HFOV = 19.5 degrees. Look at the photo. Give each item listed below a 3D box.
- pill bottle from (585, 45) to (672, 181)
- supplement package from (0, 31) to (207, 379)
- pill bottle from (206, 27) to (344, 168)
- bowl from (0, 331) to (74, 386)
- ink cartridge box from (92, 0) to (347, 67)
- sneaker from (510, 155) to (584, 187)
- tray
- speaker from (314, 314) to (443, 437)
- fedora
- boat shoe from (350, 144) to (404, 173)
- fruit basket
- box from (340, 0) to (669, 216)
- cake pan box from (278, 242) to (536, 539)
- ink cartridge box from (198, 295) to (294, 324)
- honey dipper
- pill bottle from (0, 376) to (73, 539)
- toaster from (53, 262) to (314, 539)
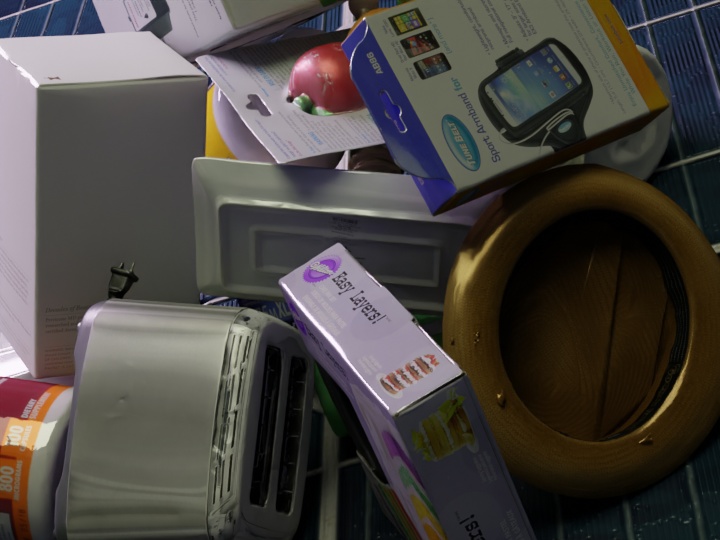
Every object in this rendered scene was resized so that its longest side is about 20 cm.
[{"bbox_3d":[0.126,-0.123,1.565,0.111,0.111,0.199,-40,33,-29],"label":"pill bottle"},{"bbox_3d":[-0.178,-0.047,1.402,0.119,0.202,0.121,-6,22,-23],"label":"supplement package"},{"bbox_3d":[-0.077,-0.098,1.578,0.112,0.112,0.200,-50,6,-40],"label":"pill bottle"},{"bbox_3d":[-0.235,0.073,1.526,0.198,0.075,0.200,-17,29,12],"label":"bowl"},{"bbox_3d":[-0.082,-0.203,1.458,0.146,0.084,0.200,-24,4,-27],"label":"ink cartridge box"},{"bbox_3d":[0.106,-0.100,1.438,0.084,0.075,0.202,-13,49,44],"label":"sneaker"},{"bbox_3d":[-0.007,-0.013,1.287,0.198,0.108,0.022,5,38,6],"label":"tray"},{"bbox_3d":[0.065,0.040,1.363,0.198,0.089,0.089,-21,29,3],"label":"speaker"},{"bbox_3d":[0.131,0.040,1.267,0.200,0.202,0.082,-32,-2,-17],"label":"fedora"},{"bbox_3d":[0.035,-0.114,1.534,0.060,0.202,0.072,-3,65,-14],"label":"boat shoe"},{"bbox_3d":[0.013,-0.116,1.347,0.198,0.095,0.185,-17,31,-15],"label":"fruit basket"},{"bbox_3d":[0.080,-0.113,1.254,0.199,0.120,0.041,-23,-11,-30],"label":"box"},{"bbox_3d":[0.033,0.099,1.183,0.052,0.185,0.200,-27,30,-10],"label":"cake pan box"},{"bbox_3d":[0.000,0.000,1.421,0.199,0.042,0.119,-15,-2,-35],"label":"ink cartridge box"},{"bbox_3d":[0.008,-0.118,1.437,0.038,0.038,0.202,-13,54,16],"label":"honey dipper"},{"bbox_3d":[-0.273,0.122,1.378,0.198,0.115,0.115,6,37,15],"label":"pill bottle"},{"bbox_3d":[-0.106,0.096,1.300,0.128,0.114,0.202,0,76,24],"label":"toaster"}]
